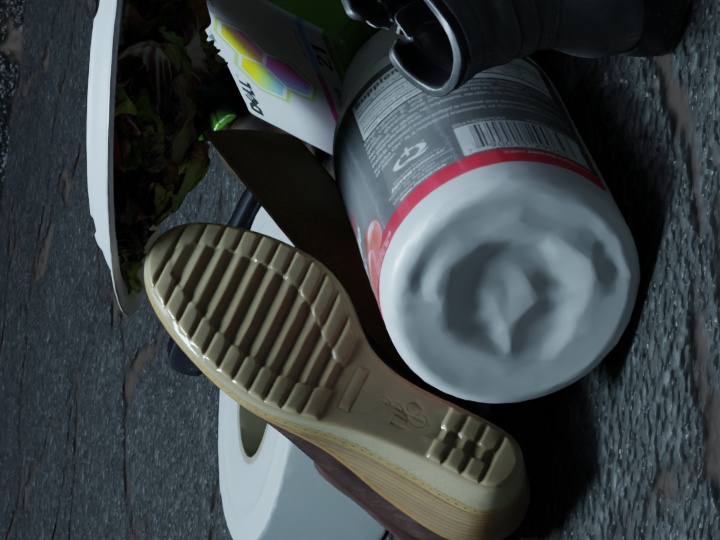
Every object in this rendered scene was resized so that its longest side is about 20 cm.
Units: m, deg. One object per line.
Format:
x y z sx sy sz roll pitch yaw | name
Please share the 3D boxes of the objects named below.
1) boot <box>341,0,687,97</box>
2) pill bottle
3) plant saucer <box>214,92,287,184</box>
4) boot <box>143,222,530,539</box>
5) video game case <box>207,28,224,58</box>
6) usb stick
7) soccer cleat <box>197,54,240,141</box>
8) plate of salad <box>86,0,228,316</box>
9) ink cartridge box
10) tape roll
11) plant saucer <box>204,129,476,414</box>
0.038 -0.155 1.168 0.200 0.131 0.070 54 142 41 | boot
0.047 -0.037 1.226 0.200 0.110 0.111 -109 29 -59 | pill bottle
-0.052 -0.153 1.737 0.200 0.032 0.200 -51 27 40 | plant saucer
-0.017 0.068 1.258 0.072 0.200 0.166 -54 -6 -19 | boot
-0.041 -0.200 1.567 0.200 0.023 0.182 -141 63 -68 | video game case
-0.074 -0.010 1.714 0.200 0.033 0.056 -65 1 -50 | usb stick
-0.104 -0.128 1.712 0.067 0.081 0.200 -37 14 29 | soccer cleat
-0.090 -0.079 1.260 0.200 0.048 0.201 4 -90 -88 | plate of salad
-0.053 -0.143 1.398 0.076 0.200 0.148 -55 -26 -16 | ink cartridge box
-0.025 0.058 1.552 0.202 0.071 0.203 -173 90 -76 | tape roll
0.000 0.000 1.350 0.035 0.200 0.200 -40 19 0 | plant saucer
